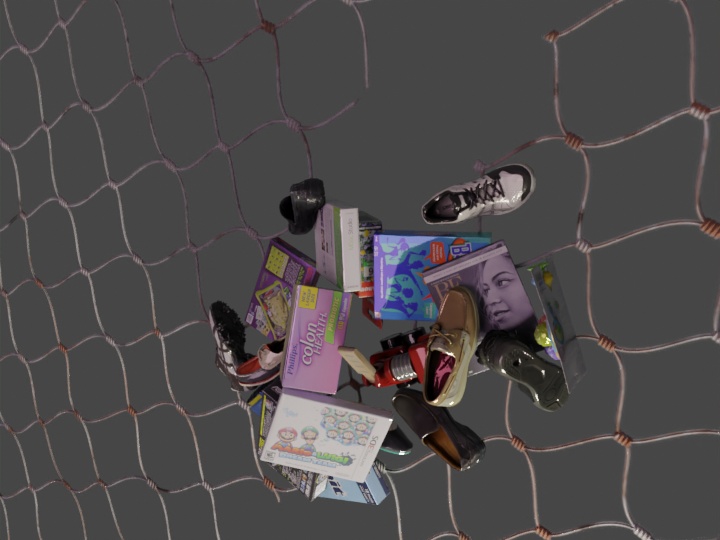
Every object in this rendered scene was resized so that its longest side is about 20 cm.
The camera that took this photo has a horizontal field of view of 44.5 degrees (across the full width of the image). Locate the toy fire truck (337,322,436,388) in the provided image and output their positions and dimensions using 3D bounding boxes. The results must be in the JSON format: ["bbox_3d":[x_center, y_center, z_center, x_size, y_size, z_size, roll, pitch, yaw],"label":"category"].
[{"bbox_3d":[0.068,0.153,1.523,0.176,0.200,0.129,-18,93,36],"label":"toy fire truck"}]

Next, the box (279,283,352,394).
[{"bbox_3d":[-0.084,0.117,1.581,0.096,0.200,0.177,9,88,-6],"label":"box"}]

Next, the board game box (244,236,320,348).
[{"bbox_3d":[-0.155,0.048,1.750,0.120,0.032,0.201,35,120,25],"label":"board game box"}]

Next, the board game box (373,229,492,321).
[{"bbox_3d":[0.123,0.009,1.500,0.199,0.045,0.153,1,105,10],"label":"board game box"}]

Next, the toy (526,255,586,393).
[{"bbox_3d":[0.302,0.085,1.397,0.047,0.115,0.201,-12,96,30],"label":"toy"}]

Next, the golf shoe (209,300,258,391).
[{"bbox_3d":[-0.279,0.164,1.837,0.094,0.078,0.201,-27,86,36],"label":"golf shoe"}]

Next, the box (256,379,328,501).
[{"bbox_3d":[-0.126,0.328,1.692,0.160,0.044,0.201,35,137,25],"label":"box"}]

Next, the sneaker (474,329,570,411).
[{"bbox_3d":[0.263,0.157,1.444,0.076,0.199,0.114,-54,34,3],"label":"sneaker"}]

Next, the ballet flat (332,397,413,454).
[{"bbox_3d":[0.012,0.290,1.682,0.199,0.073,0.073,15,111,32],"label":"ballet flat"}]

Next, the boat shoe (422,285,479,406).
[{"bbox_3d":[0.143,0.125,1.430,0.074,0.066,0.201,7,92,37],"label":"boat shoe"}]

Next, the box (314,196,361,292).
[{"bbox_3d":[-0.044,-0.051,1.567,0.200,0.036,0.145,-145,51,-71],"label":"box"}]

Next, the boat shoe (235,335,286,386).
[{"bbox_3d":[-0.163,0.163,1.723,0.199,0.071,0.063,-25,126,12],"label":"boat shoe"}]

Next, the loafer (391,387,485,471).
[{"bbox_3d":[0.132,0.286,1.596,0.200,0.072,0.073,33,120,23],"label":"loafer"}]

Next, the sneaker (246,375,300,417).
[{"bbox_3d":[-0.145,0.240,1.783,0.078,0.066,0.200,45,123,-7],"label":"sneaker"}]

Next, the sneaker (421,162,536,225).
[{"bbox_3d":[0.190,-0.115,1.436,0.199,0.088,0.076,-23,88,35],"label":"sneaker"}]

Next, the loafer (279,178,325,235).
[{"bbox_3d":[-0.115,-0.115,1.603,0.201,0.070,0.068,128,136,-69],"label":"loafer"}]

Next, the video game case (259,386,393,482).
[{"bbox_3d":[-0.063,0.294,1.556,0.199,0.024,0.183,15,127,-8],"label":"video game case"}]

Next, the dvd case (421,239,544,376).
[{"bbox_3d":[0.208,0.065,1.467,0.148,0.016,0.201,-22,101,16],"label":"dvd case"}]

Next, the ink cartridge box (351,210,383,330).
[{"bbox_3d":[0.000,0.000,1.586,0.109,0.050,0.201,-145,52,-66],"label":"ink cartridge box"}]

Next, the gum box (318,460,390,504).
[{"bbox_3d":[-0.054,0.367,1.714,0.200,0.045,0.171,-9,111,48],"label":"gum box"}]
